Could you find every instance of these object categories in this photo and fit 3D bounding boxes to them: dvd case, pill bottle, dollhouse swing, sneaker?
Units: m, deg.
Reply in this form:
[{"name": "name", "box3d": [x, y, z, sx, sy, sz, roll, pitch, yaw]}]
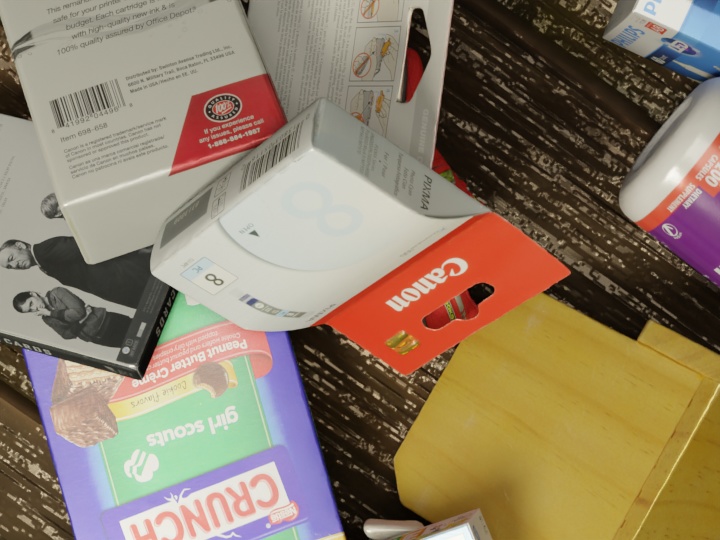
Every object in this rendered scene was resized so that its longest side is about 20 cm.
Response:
[{"name": "dvd case", "box3d": [-0.207, -0.024, 1.084, 0.200, 0.025, 0.151, 14, 65, 12]}, {"name": "pill bottle", "box3d": [0.276, -0.028, 1.111, 0.200, 0.112, 0.113, 37, 87, -1]}, {"name": "dollhouse swing", "box3d": [0.158, 0.135, 1.140, 0.182, 0.176, 0.200, 33, 85, -43]}, {"name": "sneaker", "box3d": [0.041, -0.050, 1.132, 0.085, 0.077, 0.200, -5, 91, -23]}]

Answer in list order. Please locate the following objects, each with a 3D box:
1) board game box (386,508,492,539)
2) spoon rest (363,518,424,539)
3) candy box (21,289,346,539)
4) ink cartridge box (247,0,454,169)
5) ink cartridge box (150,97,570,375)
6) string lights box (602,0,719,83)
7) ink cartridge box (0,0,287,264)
[{"name": "board game box", "box3d": [0.049, 0.265, 1.062, 0.134, 0.034, 0.200, -21, 92, 19]}, {"name": "spoon rest", "box3d": [0.017, 0.255, 1.125, 0.099, 0.061, 0.200, 4, 101, -2]}, {"name": "candy box", "box3d": [-0.115, 0.108, 1.104, 0.169, 0.077, 0.200, -16, 89, -3]}, {"name": "ink cartridge box", "box3d": [-0.002, -0.133, 1.083, 0.176, 0.045, 0.200, 6, 88, 40]}, {"name": "ink cartridge box", "box3d": [0.000, 0.000, 1.016, 0.200, 0.160, 0.047, 33, 44, -24]}, {"name": "string lights box", "box3d": [0.269, -0.145, 1.120, 0.200, 0.103, 0.059, 24, 87, -1]}, {"name": "ink cartridge box", "box3d": [-0.138, -0.125, 1.070, 0.144, 0.084, 0.200, -18, 65, -6]}]
